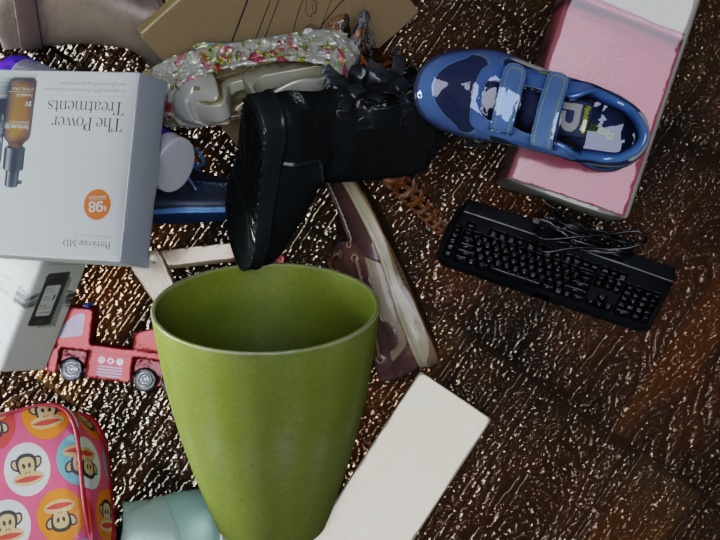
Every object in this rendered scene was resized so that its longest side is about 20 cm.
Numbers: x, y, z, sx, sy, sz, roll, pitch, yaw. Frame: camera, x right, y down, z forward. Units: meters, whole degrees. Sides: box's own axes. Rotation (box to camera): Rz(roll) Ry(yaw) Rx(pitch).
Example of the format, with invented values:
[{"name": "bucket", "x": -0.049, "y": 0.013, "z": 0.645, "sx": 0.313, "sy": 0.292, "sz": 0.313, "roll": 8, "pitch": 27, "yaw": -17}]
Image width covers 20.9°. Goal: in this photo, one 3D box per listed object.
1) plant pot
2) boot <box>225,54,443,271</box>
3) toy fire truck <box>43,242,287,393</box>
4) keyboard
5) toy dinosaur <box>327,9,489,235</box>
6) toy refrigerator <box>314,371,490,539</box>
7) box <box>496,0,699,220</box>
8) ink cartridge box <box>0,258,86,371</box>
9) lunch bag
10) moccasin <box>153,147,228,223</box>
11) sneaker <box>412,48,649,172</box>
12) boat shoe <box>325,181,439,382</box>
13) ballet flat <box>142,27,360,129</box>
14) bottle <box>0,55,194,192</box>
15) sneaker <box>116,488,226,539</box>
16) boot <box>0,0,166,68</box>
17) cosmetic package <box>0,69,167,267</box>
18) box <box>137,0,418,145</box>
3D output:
[{"name": "plant pot", "x": -0.075, "y": 0.121, "z": 1.608, "sx": 0.186, "sy": 0.187, "sz": 0.201, "roll": -1, "pitch": 112, "yaw": -1}, {"name": "boot", "x": -0.022, "y": -0.086, "z": 1.604, "sx": 0.162, "sy": 0.199, "sz": 0.074, "roll": -11, "pitch": 50, "yaw": -22}, {"name": "toy fire truck", "x": -0.170, "y": 0.035, "z": 1.693, "sx": 0.199, "sy": 0.049, "sz": 0.142, "roll": 8, "pitch": 90, "yaw": 0}, {"name": "keyboard", "x": 0.168, "y": -0.004, "z": 1.676, "sx": 0.199, "sy": 0.040, "sz": 0.104, "roll": 17, "pitch": 130, "yaw": -1}, {"name": "toy dinosaur", "x": 0.038, "y": -0.133, "z": 1.686, "sx": 0.135, "sy": 0.102, "sz": 0.201, "roll": -17, "pitch": 129, "yaw": 14}, {"name": "toy refrigerator", "x": 0.028, "y": 0.191, "z": 1.687, "sx": 0.076, "sy": 0.070, "sz": 0.201, "roll": 33, "pitch": 88, "yaw": 3}, {"name": "box", "x": 0.199, "y": -0.152, "z": 1.656, "sx": 0.108, "sy": 0.128, "sz": 0.201, "roll": 18, "pitch": 90, "yaw": -1}, {"name": "ink cartridge box", "x": -0.307, "y": 0.007, "z": 1.654, "sx": 0.115, "sy": 0.067, "sz": 0.201, "roll": 29, "pitch": 103, "yaw": 24}, {"name": "lunch bag", "x": -0.308, "y": 0.213, "z": 1.651, "sx": 0.199, "sy": 0.082, "sz": 0.177, "roll": -11, "pitch": 77, "yaw": 13}, {"name": "moccasin", "x": -0.178, "y": -0.078, "z": 1.678, "sx": 0.199, "sy": 0.080, "sz": 0.069, "roll": 1, "pitch": 83, "yaw": -1}, {"name": "sneaker", "x": 0.140, "y": -0.128, "z": 1.538, "sx": 0.199, "sy": 0.082, "sz": 0.074, "roll": 12, "pitch": 94, "yaw": -13}, {"name": "boat shoe", "x": 0.000, "y": 0.000, "z": 1.685, "sx": 0.072, "sy": 0.072, "sz": 0.201, "roll": -24, "pitch": 90, "yaw": 6}, {"name": "ballet flat", "x": -0.097, "y": -0.154, "z": 1.614, "sx": 0.199, "sy": 0.064, "sz": 0.076, "roll": -15, "pitch": 131, "yaw": 5}, {"name": "bottle", "x": -0.226, "y": -0.119, "z": 1.631, "sx": 0.199, "sy": 0.084, "sz": 0.065, "roll": 23, "pitch": 71, "yaw": 33}, {"name": "sneaker", "x": -0.163, "y": 0.291, "z": 1.680, "sx": 0.117, "sy": 0.074, "sz": 0.202, "roll": -2, "pitch": 81, "yaw": -7}, {"name": "boot", "x": -0.239, "y": -0.220, "z": 1.665, "sx": 0.145, "sy": 0.070, "sz": 0.201, "roll": -20, "pitch": 106, "yaw": -6}, {"name": "cosmetic package", "x": -0.258, "y": -0.084, "z": 1.567, "sx": 0.199, "sy": 0.052, "sz": 0.152, "roll": 3, "pitch": 87, "yaw": 25}, {"name": "box", "x": -0.067, "y": -0.214, "z": 1.668, "sx": 0.200, "sy": 0.021, "sz": 0.164, "roll": -42, "pitch": 123, "yaw": -1}]
